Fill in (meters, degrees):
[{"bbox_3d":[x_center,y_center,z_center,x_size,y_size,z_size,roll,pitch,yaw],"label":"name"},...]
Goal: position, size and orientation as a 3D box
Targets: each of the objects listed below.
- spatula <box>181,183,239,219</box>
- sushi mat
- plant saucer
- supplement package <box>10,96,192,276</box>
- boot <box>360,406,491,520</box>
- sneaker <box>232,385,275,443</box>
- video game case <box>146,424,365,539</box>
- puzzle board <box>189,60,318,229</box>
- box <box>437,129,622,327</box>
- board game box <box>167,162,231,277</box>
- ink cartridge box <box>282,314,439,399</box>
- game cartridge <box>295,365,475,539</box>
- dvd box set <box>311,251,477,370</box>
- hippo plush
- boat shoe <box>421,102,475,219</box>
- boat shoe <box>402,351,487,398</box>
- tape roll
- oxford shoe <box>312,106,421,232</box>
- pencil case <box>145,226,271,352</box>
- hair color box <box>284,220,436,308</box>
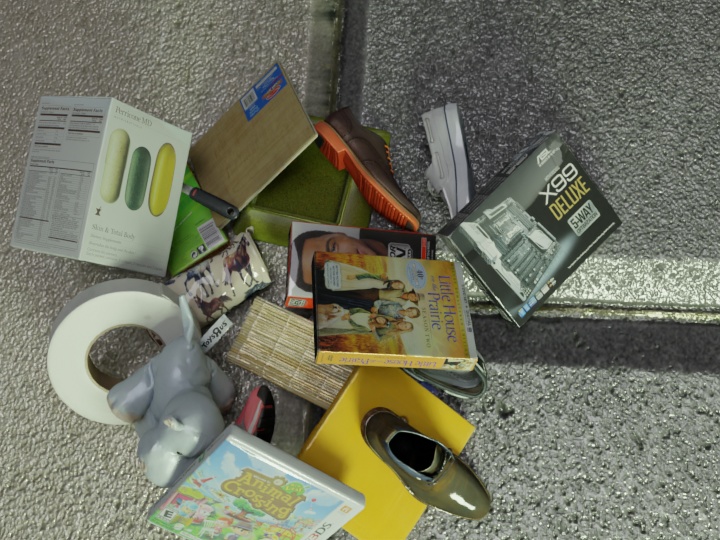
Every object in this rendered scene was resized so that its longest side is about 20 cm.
[{"bbox_3d":[-0.247,-0.114,1.106,0.197,0.021,0.057,26,81,27],"label":"spatula"},{"bbox_3d":[-0.074,0.115,1.027,0.196,0.012,0.098,23,80,14],"label":"sushi mat"},{"bbox_3d":[-0.073,-0.133,1.111,0.194,0.048,0.205,12,77,10],"label":"plant saucer"},{"bbox_3d":[-0.345,-0.111,1.049,0.148,0.151,0.206,8,86,32],"label":"supplement package"},{"bbox_3d":[0.087,0.244,0.931,0.198,0.097,0.075,37,83,-7],"label":"boot"},{"bbox_3d":[-0.175,0.242,1.014,0.085,0.074,0.205,16,78,13],"label":"sneaker"},{"bbox_3d":[-0.123,0.281,0.921,0.198,0.022,0.182,33,117,-23],"label":"video game case"},{"bbox_3d":[-0.155,-0.177,1.100,0.199,0.017,0.153,-39,57,20],"label":"puzzle board"},{"bbox_3d":[0.221,-0.056,1.017,0.200,0.050,0.158,-43,104,-5],"label":"box"},{"bbox_3d":[-0.274,-0.098,1.138,0.094,0.030,0.203,-30,76,-2],"label":"board game box"},{"bbox_3d":[0.000,0.137,1.037,0.198,0.039,0.100,36,82,14],"label":"ink cartridge box"},{"bbox_3d":[0.024,0.230,0.985,0.175,0.032,0.202,37,83,-8],"label":"game cartridge"},{"bbox_3d":[0.038,0.048,0.953,0.194,0.030,0.149,5,53,-11],"label":"dvd box set"},{"bbox_3d":[-0.203,0.178,0.961,0.201,0.158,0.162,-48,43,11],"label":"hippo plush"},{"bbox_3d":[0.121,-0.131,1.080,0.064,0.074,0.205,-11,68,16],"label":"boat shoe"},{"bbox_3d":[0.078,0.097,0.986,0.196,0.061,0.077,24,107,-9],"label":"boat shoe"},{"bbox_3d":[-0.303,0.107,1.014,0.200,0.205,0.037,-30,31,-2],"label":"tape roll"},{"bbox_3d":[0.022,-0.140,1.046,0.072,0.071,0.201,-40,83,-15],"label":"oxford shoe"},{"bbox_3d":[-0.214,0.024,1.072,0.197,0.078,0.091,-31,91,-1],"label":"pencil case"},{"bbox_3d":[0.000,0.000,1.033,0.194,0.061,0.104,4,76,-9],"label":"hair color box"}]
